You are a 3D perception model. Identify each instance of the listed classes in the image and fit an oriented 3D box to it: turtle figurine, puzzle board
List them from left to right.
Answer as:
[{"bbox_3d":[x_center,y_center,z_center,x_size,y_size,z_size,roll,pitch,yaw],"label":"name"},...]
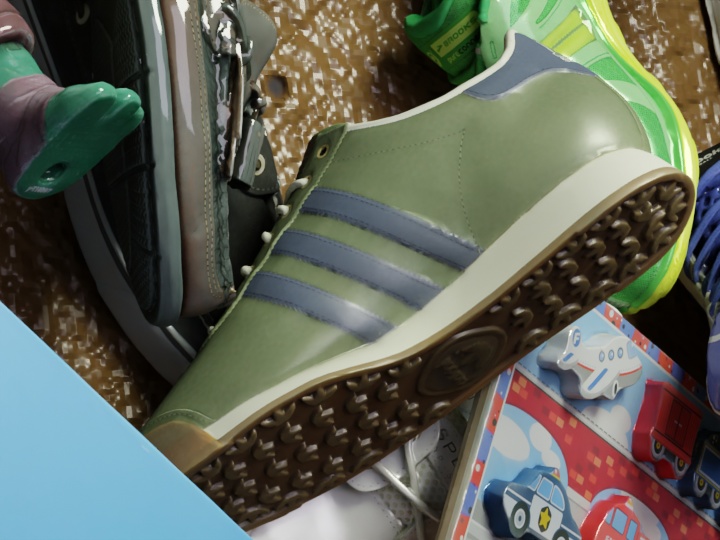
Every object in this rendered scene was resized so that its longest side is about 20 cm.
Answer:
[{"bbox_3d":[-0.149,-0.109,0.711,0.149,0.101,0.201,-20,67,-28],"label":"turtle figurine"},{"bbox_3d":[0.089,0.101,0.849,0.200,0.017,0.152,37,63,-47],"label":"puzzle board"}]

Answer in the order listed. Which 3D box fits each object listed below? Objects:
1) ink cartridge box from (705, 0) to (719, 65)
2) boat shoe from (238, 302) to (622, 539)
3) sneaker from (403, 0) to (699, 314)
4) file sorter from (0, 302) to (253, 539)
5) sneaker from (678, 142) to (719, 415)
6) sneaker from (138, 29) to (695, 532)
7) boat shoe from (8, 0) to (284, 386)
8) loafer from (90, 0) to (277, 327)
[{"bbox_3d":[0.223,-0.167,0.960,0.085,0.200,0.149,-2,79,-37],"label":"ink cartridge box"},{"bbox_3d":[0.017,0.064,0.824,0.200,0.069,0.071,-43,110,-35],"label":"boat shoe"},{"bbox_3d":[0.057,-0.074,0.897,0.083,0.074,0.201,-9,71,-34],"label":"sneaker"},{"bbox_3d":[-0.122,0.107,0.678,0.200,0.122,0.139,45,56,-17],"label":"file sorter"},{"bbox_3d":[0.144,0.003,0.910,0.115,0.081,0.199,51,13,15],"label":"sneaker"},{"bbox_3d":[0.000,0.000,0.781,0.090,0.200,0.067,57,1,31],"label":"sneaker"},{"bbox_3d":[-0.063,-0.047,0.806,0.068,0.056,0.201,-27,93,-38],"label":"boat shoe"},{"bbox_3d":[-0.049,-0.086,0.749,0.062,0.072,0.202,-7,86,-17],"label":"loafer"}]
